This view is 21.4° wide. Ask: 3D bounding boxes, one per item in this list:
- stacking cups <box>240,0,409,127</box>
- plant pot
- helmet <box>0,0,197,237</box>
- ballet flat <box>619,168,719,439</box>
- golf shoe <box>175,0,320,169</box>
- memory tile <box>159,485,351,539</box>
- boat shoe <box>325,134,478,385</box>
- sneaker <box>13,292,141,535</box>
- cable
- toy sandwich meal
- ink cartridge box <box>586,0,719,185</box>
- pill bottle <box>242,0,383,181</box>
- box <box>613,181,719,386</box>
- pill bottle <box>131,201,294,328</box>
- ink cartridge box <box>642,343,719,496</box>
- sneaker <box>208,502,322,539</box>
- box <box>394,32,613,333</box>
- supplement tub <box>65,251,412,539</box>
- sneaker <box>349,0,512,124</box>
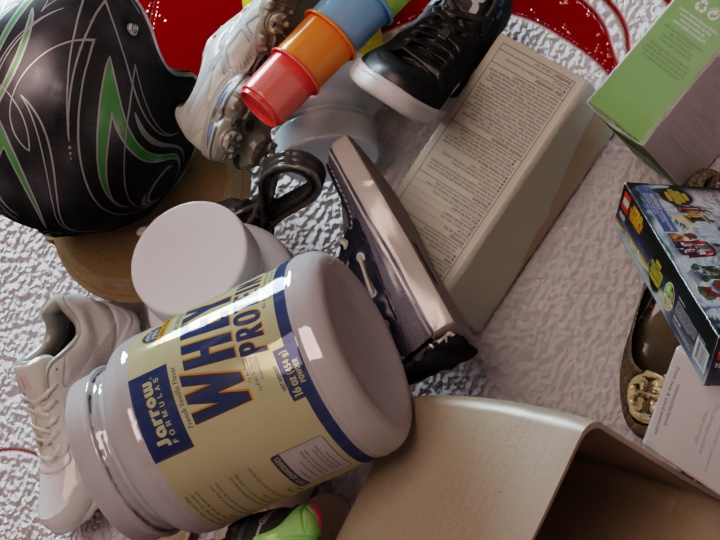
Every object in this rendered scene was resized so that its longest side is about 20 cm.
[{"bbox_3d":[-0.005,-0.184,1.402,0.060,0.061,0.200,33,76,33],"label":"stacking cups"},{"bbox_3d":[0.099,0.192,1.285,0.177,0.200,0.201,22,83,45],"label":"plant pot"},{"bbox_3d":[-0.233,-0.132,1.491,0.199,0.191,0.201,-8,68,20],"label":"helmet"},{"bbox_3d":[0.224,0.021,1.352,0.067,0.046,0.201,12,79,32],"label":"ballet flat"},{"bbox_3d":[-0.080,-0.180,1.444,0.097,0.078,0.201,30,91,42],"label":"golf shoe"},{"bbox_3d":[-0.102,0.185,1.491,0.153,0.017,0.200,-47,58,7],"label":"memory tile"},{"bbox_3d":[0.000,0.000,1.371,0.093,0.075,0.200,-33,59,10],"label":"boat shoe"},{"bbox_3d":[-0.246,0.111,1.542,0.078,0.099,0.201,-13,63,41],"label":"sneaker"},{"bbox_3d":[-0.082,-0.030,1.444,0.200,0.097,0.050,-19,41,50],"label":"cable"},{"bbox_3d":[-0.174,-0.054,1.588,0.204,0.070,0.206,-8,68,20],"label":"toy sandwich meal"},{"bbox_3d":[0.261,-0.162,1.362,0.200,0.104,0.059,-50,58,5],"label":"ink cartridge box"},{"bbox_3d":[-0.036,-0.178,1.526,0.111,0.111,0.201,-17,66,22],"label":"pill bottle"},{"bbox_3d":[0.260,0.008,1.244,0.200,0.136,0.040,-109,27,-57],"label":"box"},{"bbox_3d":[-0.090,0.034,1.418,0.119,0.200,0.120,-8,62,16],"label":"pill bottle"},{"bbox_3d":[0.305,0.110,1.209,0.200,0.145,0.085,35,127,32],"label":"ink cartridge box"},{"bbox_3d":[-0.073,0.208,1.354,0.083,0.200,0.077,-1,65,-8],"label":"sneaker"},{"bbox_3d":[0.097,-0.065,1.433,0.095,0.078,0.200,36,92,33],"label":"box"},{"bbox_3d":[-0.081,0.089,1.275,0.199,0.145,0.146,-26,62,16],"label":"supplement tub"},{"bbox_3d":[0.058,-0.176,1.413,0.073,0.200,0.112,34,104,5],"label":"sneaker"}]
